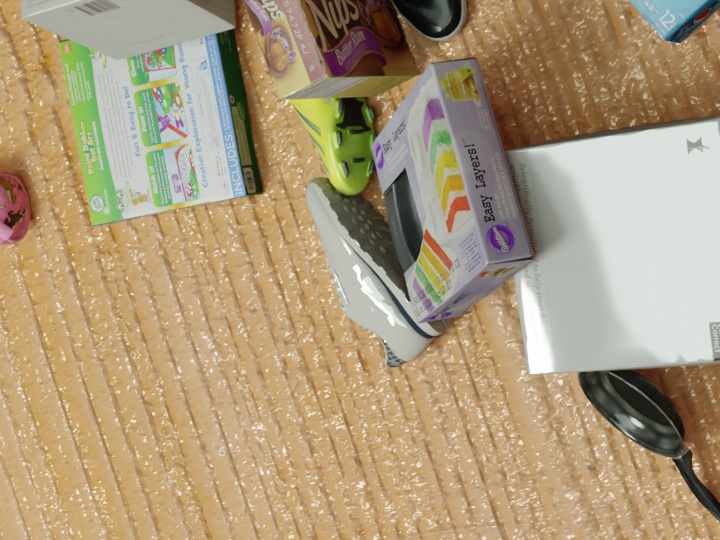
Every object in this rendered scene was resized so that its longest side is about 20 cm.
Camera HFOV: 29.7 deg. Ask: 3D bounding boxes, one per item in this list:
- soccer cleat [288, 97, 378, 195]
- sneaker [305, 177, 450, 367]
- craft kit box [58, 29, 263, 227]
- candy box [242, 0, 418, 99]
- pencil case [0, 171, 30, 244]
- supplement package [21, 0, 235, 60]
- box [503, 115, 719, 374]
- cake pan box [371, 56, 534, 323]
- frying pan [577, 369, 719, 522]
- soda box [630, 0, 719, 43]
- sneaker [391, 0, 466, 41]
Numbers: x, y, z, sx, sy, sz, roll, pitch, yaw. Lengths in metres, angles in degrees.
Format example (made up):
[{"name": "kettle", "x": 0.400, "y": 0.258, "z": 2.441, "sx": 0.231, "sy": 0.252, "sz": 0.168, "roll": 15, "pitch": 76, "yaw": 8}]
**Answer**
[{"name": "soccer cleat", "x": -0.042, "y": -0.168, "z": 1.329, "sx": 0.083, "sy": 0.064, "sz": 0.202, "roll": -18, "pitch": 90, "yaw": 45}, {"name": "sneaker", "x": 0.000, "y": 0.000, "z": 1.322, "sx": 0.080, "sy": 0.076, "sz": 0.201, "roll": -42, "pitch": 77, "yaw": 34}, {"name": "craft kit box", "x": -0.210, "y": -0.159, "z": 1.413, "sx": 0.196, "sy": 0.048, "sz": 0.202, "roll": -8, "pitch": 93, "yaw": 23}, {"name": "candy box", "x": -0.026, "y": -0.219, "z": 1.230, "sx": 0.056, "sy": 0.200, "sz": 0.118, "roll": -21, "pitch": 88, "yaw": 25}, {"name": "pencil case", "x": -0.466, "y": -0.056, "z": 1.528, "sx": 0.198, "sy": 0.083, "sz": 0.087, "roll": -11, "pitch": 92, "yaw": 25}, {"name": "supplement package", "x": -0.226, "y": -0.333, "z": 1.312, "sx": 0.151, "sy": 0.150, "sz": 0.202, "roll": -10, "pitch": 78, "yaw": 26}, {"name": "box", "x": 0.241, "y": -0.023, "z": 1.169, "sx": 0.198, "sy": 0.130, "sz": 0.201, "roll": -6, "pitch": 94, "yaw": 26}, {"name": "cake pan box", "x": 0.075, "y": -0.065, "z": 1.209, "sx": 0.200, "sy": 0.052, "sz": 0.186, "roll": 135, "pitch": 124, "yaw": -68}, {"name": "frying pan", "x": 0.272, "y": 0.145, "z": 1.202, "sx": 0.190, "sy": 0.115, "sz": 0.031, "roll": 39, "pitch": 73, "yaw": 13}, {"name": "soda box", "x": 0.228, "y": -0.292, "z": 1.172, "sx": 0.064, "sy": 0.068, "sz": 0.201, "roll": -42, "pitch": 79, "yaw": 23}, {"name": "sneaker", "x": 0.022, "y": -0.302, "z": 1.244, "sx": 0.073, "sy": 0.112, "sz": 0.201, "roll": -27, "pitch": 85, "yaw": 27}]
